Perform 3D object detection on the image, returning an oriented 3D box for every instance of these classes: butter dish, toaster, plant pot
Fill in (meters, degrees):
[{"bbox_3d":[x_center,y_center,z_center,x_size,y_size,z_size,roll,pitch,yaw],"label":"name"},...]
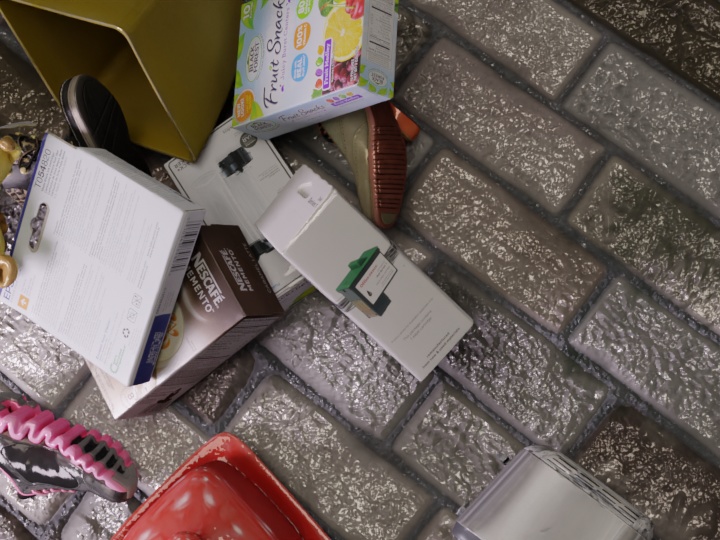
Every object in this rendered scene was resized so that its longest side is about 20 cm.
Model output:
[{"bbox_3d":[-0.156,0.285,1.517,0.200,0.148,0.199,-45,73,-1],"label":"butter dish"},{"bbox_3d":[0.196,0.262,1.473,0.200,0.114,0.129,36,84,18],"label":"toaster"},{"bbox_3d":[-0.234,-0.266,1.624,0.199,0.200,0.177,19,62,32],"label":"plant pot"}]

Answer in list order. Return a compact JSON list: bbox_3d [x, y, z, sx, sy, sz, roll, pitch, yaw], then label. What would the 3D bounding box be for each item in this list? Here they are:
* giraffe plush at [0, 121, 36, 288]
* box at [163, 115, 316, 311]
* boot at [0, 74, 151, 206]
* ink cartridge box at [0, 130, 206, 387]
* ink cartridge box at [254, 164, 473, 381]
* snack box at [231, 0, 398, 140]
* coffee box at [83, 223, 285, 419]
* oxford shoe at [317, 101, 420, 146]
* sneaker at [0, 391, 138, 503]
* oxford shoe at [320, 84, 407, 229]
[{"bbox_3d":[-0.422,-0.061,1.548,0.199,0.172,0.163,-7,106,-20],"label":"giraffe plush"},{"bbox_3d":[-0.110,-0.060,1.632,0.116,0.060,0.201,-35,73,1],"label":"box"},{"bbox_3d":[-0.320,-0.129,1.627,0.149,0.200,0.074,1,59,17],"label":"boot"},{"bbox_3d":[-0.266,-0.015,1.544,0.199,0.041,0.201,30,110,26],"label":"ink cartridge box"},{"bbox_3d":[0.000,0.000,1.507,0.200,0.146,0.084,42,90,-19],"label":"ink cartridge box"},{"bbox_3d":[-0.048,-0.225,1.549,0.199,0.053,0.143,-12,68,46],"label":"snack box"},{"bbox_3d":[-0.191,0.053,1.578,0.200,0.080,0.115,-38,72,24],"label":"coffee box"},{"bbox_3d":[-0.034,-0.184,1.642,0.200,0.071,0.073,37,91,16],"label":"oxford shoe"},{"bbox_3d":[-0.329,0.208,1.618,0.199,0.079,0.096,25,105,16],"label":"sneaker"},{"bbox_3d":[0.000,-0.140,1.581,0.073,0.071,0.202,-9,83,28],"label":"oxford shoe"}]
